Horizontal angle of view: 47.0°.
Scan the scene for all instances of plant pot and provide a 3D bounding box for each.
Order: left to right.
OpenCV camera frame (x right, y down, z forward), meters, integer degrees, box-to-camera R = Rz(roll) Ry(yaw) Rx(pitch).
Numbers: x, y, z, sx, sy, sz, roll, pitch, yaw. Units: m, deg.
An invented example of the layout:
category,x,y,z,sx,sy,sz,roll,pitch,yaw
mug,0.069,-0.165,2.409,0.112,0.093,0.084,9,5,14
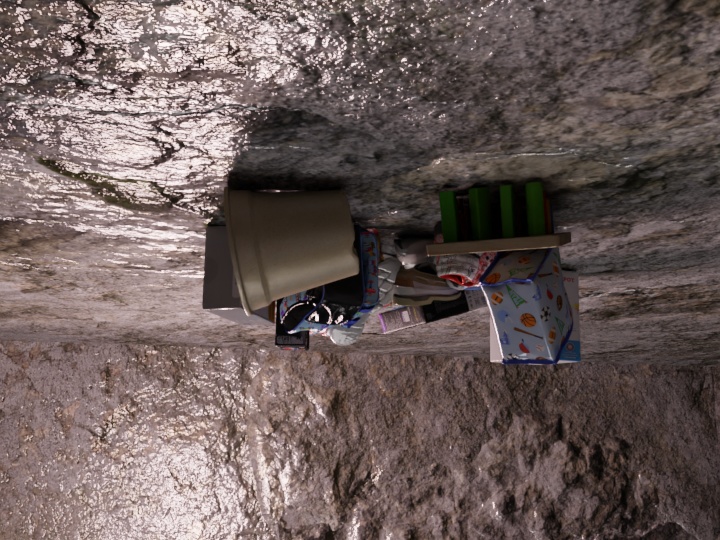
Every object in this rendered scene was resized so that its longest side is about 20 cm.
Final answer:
category,x,y,z,sx,sy,sz,roll,pitch,yaw
plant pot,-0.101,-0.045,1.276,0.182,0.202,0.201,-10,169,-3

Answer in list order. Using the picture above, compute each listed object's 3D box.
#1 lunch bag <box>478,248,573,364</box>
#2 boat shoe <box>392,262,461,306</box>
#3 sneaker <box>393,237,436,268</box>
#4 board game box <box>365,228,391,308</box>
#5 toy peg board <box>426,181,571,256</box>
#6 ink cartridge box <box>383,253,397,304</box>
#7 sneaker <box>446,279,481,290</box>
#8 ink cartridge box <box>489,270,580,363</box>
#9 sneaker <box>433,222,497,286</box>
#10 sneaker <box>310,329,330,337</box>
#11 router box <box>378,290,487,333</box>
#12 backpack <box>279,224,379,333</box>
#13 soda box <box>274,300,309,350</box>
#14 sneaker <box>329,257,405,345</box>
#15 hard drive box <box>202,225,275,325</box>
category,x,y,z,sx,sy,sz,roll,pitch,yaw
lunch bag,0.295,0.040,1.419,0.123,0.171,0.200,-2,-152,34
boat shoe,0.130,0.020,1.528,0.074,0.069,0.200,6,-171,32
sneaker,0.112,-0.012,1.598,0.074,0.088,0.200,0,167,19
board game box,0.000,0.000,1.577,0.095,0.030,0.201,-3,133,11
toy peg board,0.221,-0.082,1.305,0.199,0.098,0.199,-3,-177,20
ink cartridge box,0.012,0.017,1.749,0.144,0.084,0.199,-11,162,42
sneaker,0.241,0.010,1.555,0.199,0.076,0.077,-12,143,-32
ink cartridge box,0.387,0.103,1.844,0.146,0.201,0.146,7,168,-26
sneaker,0.227,-0.024,1.479,0.200,0.109,0.067,3,168,-12
sneaker,-0.114,0.101,1.783,0.095,0.080,0.200,13,164,-25
router box,0.162,0.085,1.812,0.199,0.051,0.149,-12,175,-38
backpack,-0.066,0.024,1.470,0.134,0.184,0.200,10,149,-23
soda box,-0.134,0.058,1.670,0.063,0.201,0.071,1,168,4
sneaker,0.005,0.046,1.558,0.077,0.200,0.082,36,-164,-20
hard drive box,-0.227,0.014,1.583,0.076,0.157,0.200,-2,168,13
